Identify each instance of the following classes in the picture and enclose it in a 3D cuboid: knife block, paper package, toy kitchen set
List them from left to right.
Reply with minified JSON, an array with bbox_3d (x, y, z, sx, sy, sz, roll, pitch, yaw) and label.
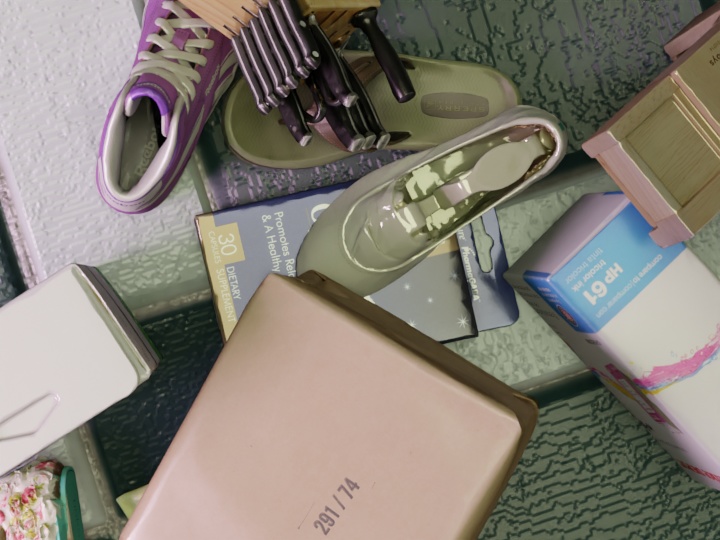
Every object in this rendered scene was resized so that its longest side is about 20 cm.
[{"bbox_3d":[-0.032,-0.175,1.235,0.176,0.200,0.064,35,130,-21],"label":"knife block"},{"bbox_3d":[-0.016,0.127,1.198,0.191,0.103,0.200,31,98,9],"label":"paper package"},{"bbox_3d":[0.238,-0.066,1.216,0.200,0.180,0.163,-41,94,-19],"label":"toy kitchen set"}]

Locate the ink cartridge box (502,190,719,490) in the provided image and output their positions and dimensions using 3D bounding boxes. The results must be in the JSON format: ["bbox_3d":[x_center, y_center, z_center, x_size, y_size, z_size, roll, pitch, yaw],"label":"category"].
[{"bbox_3d":[0.199,0.048,1.251,0.085,0.145,0.200,-45,95,-4],"label":"ink cartridge box"}]

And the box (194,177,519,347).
[{"bbox_3d":[0.000,0.000,1.293,0.200,0.032,0.121,-13,91,-6],"label":"box"}]

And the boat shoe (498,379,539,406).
[{"bbox_3d":[0.041,0.155,1.280,0.066,0.072,0.201,34,94,13],"label":"boat shoe"}]

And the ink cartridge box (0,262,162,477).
[{"bbox_3d":[-0.204,0.066,1.189,0.146,0.200,0.084,-34,92,-5],"label":"ink cartridge box"}]

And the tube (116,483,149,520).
[{"bbox_3d":[-0.058,0.130,1.282,0.200,0.052,0.058,-33,49,4],"label":"tube"}]

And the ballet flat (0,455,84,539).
[{"bbox_3d":[-0.202,0.221,1.258,0.064,0.076,0.200,-11,81,2],"label":"ballet flat"}]

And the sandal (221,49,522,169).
[{"bbox_3d":[0.009,-0.111,1.280,0.201,0.057,0.080,-4,90,-5],"label":"sandal"}]

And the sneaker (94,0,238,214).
[{"bbox_3d":[-0.115,-0.131,1.242,0.073,0.114,0.201,17,87,-3],"label":"sneaker"}]

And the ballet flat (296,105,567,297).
[{"bbox_3d":[0.046,-0.046,1.249,0.200,0.069,0.069,-31,93,-5],"label":"ballet flat"}]
